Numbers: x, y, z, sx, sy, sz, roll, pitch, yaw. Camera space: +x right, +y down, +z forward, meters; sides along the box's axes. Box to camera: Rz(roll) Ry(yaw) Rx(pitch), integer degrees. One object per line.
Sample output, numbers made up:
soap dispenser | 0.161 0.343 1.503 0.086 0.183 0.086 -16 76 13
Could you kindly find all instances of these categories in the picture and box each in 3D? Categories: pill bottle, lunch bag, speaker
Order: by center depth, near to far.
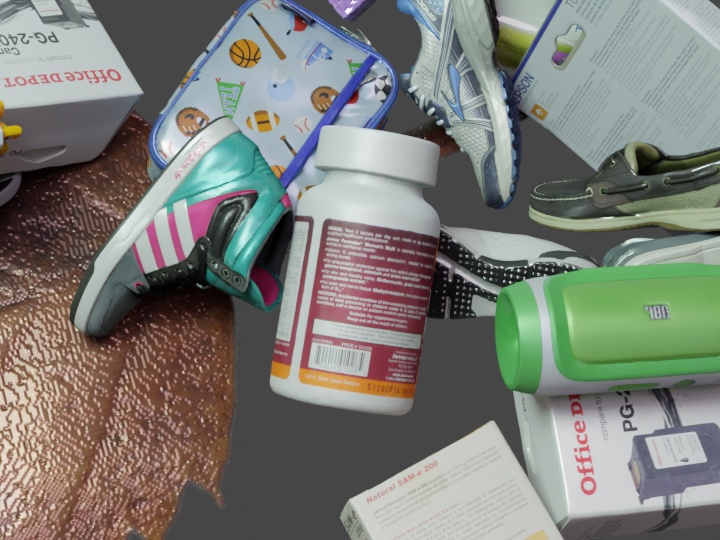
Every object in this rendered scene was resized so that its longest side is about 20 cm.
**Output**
speaker | 0.201 0.042 1.056 0.199 0.089 0.089 -4 70 -8
pill bottle | 0.000 0.000 1.092 0.109 0.110 0.201 9 89 -4
lunch bag | -0.064 -0.118 1.181 0.160 0.076 0.200 33 70 4

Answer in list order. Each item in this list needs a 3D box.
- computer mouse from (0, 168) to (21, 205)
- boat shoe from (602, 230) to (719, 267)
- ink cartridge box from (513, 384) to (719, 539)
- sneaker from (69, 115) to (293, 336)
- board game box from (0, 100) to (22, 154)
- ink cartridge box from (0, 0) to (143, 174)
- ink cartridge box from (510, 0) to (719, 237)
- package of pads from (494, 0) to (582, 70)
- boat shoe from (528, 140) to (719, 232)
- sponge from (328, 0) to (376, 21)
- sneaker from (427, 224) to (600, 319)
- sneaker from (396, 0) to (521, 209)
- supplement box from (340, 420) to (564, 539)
computer mouse | -0.332 -0.120 1.164 0.109 0.044 0.201 -21 68 -22
boat shoe | 0.282 -0.008 1.137 0.199 0.062 0.073 -8 112 -13
ink cartridge box | 0.228 0.118 1.120 0.199 0.084 0.146 -5 68 -9
sneaker | -0.119 -0.001 1.095 0.121 0.084 0.200 42 106 9
board game box | -0.341 -0.118 1.090 0.026 0.200 0.201 -16 68 -47
ink cartridge box | -0.281 -0.181 1.138 0.145 0.083 0.200 -16 67 -50
ink cartridge box | 0.227 -0.140 1.158 0.200 0.200 0.041 40 59 7
package of pads | 0.165 -0.238 1.258 0.199 0.068 0.155 17 67 0
boat shoe | 0.219 -0.069 1.147 0.072 0.200 0.066 -32 116 -46
sponge | 0.053 -0.281 1.190 0.200 0.112 0.030 -44 93 12
sneaker | 0.099 0.002 1.166 0.199 0.080 0.074 15 109 11
sneaker | 0.079 -0.145 1.195 0.085 0.077 0.201 -11 100 14
supplement box | 0.088 0.229 1.065 0.126 0.074 0.201 -25 74 -15
